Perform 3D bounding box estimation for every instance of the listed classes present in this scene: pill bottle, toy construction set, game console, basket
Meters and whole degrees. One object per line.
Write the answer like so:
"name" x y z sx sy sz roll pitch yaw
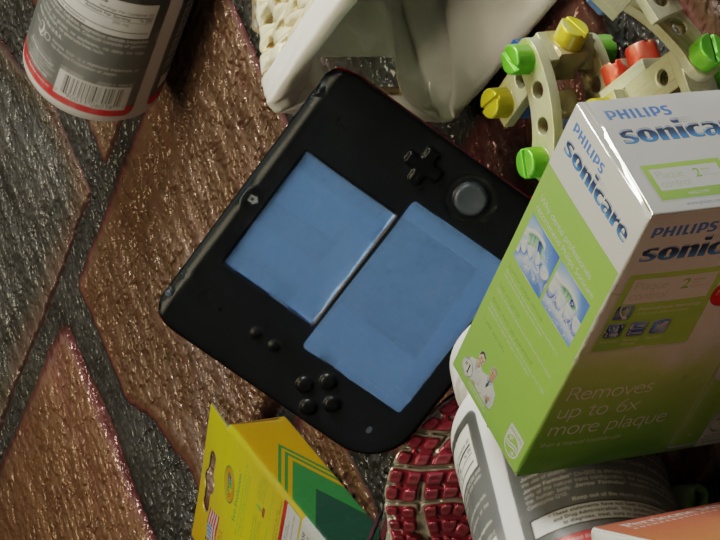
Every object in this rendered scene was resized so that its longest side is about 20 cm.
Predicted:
"pill bottle" 0.114 0.119 1.403 0.200 0.116 0.116 -102 25 -42
"toy construction set" 0.140 -0.110 1.372 0.200 0.092 0.131 123 133 -64
"game console" 0.000 0.000 1.518 0.200 0.177 0.031 -52 14 17
"pill bottle" -0.180 -0.219 1.888 0.114 0.114 0.200 62 145 32
"basket" 0.028 -0.190 1.496 0.200 0.135 0.124 -48 46 53

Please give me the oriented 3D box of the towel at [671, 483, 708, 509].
"towel" 0.149 0.206 1.477 0.200 0.031 0.150 -20 79 60

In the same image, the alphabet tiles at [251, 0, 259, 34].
"alphabet tiles" -0.063 -0.242 1.717 0.200 0.008 0.168 -136 44 -74

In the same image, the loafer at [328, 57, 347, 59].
"loafer" -0.004 -0.231 1.626 0.070 0.070 0.200 -105 23 -52

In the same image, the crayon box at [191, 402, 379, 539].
"crayon box" -0.055 0.195 1.819 0.200 0.051 0.127 47 135 46

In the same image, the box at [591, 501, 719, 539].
"box" 0.229 0.174 1.199 0.200 0.152 0.107 4 101 60

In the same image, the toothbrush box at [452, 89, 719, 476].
"toothbrush box" 0.155 0.005 1.302 0.086 0.145 0.200 60 143 35

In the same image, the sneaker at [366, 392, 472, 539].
"sneaker" 0.044 0.154 1.612 0.075 0.080 0.200 -86 15 -60
